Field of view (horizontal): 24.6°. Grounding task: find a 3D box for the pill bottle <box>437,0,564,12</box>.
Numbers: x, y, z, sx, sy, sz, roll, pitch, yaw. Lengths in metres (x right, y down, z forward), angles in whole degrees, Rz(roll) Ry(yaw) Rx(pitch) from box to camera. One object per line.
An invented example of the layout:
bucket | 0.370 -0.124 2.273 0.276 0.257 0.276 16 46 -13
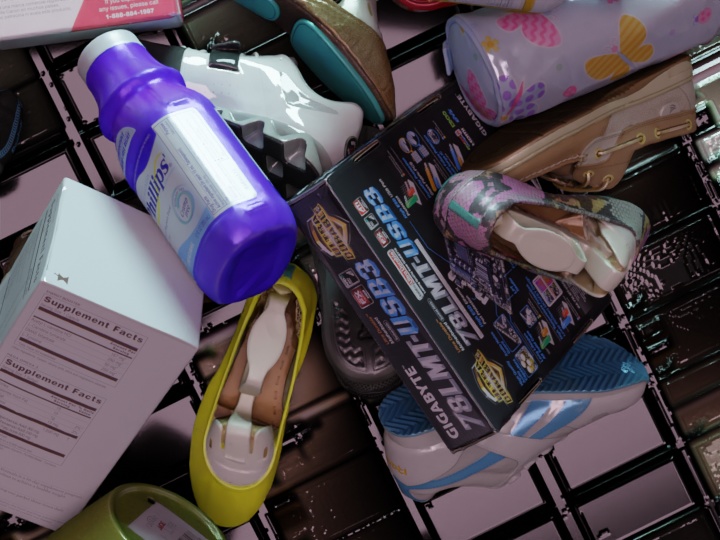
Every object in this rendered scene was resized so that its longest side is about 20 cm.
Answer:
pill bottle | 0.082 -0.226 1.062 0.200 0.112 0.112 6 94 -2

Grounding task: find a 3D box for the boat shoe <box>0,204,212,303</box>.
boat shoe | -0.155 -0.019 1.160 0.202 0.075 0.075 -9 51 4

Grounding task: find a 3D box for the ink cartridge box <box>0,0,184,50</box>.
ink cartridge box | -0.207 -0.262 1.139 0.145 0.083 0.200 -8 94 -1

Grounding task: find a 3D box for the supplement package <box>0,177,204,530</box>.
supplement package | -0.196 0.059 1.095 0.109 0.114 0.200 25 125 -19

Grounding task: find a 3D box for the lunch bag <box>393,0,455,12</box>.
lunch bag | 0.054 -0.285 1.153 0.176 0.082 0.200 -18 96 4

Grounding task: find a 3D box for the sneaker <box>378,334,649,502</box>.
sneaker | 0.111 0.104 1.187 0.200 0.077 0.081 -15 125 -9

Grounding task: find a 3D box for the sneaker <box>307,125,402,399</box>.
sneaker | 0.000 0.000 1.176 0.076 0.114 0.200 -7 67 -2

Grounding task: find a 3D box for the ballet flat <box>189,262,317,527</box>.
ballet flat | -0.079 0.091 1.177 0.067 0.067 0.200 16 93 -3

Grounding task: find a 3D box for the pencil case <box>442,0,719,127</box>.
pencil case | 0.158 -0.172 1.142 0.200 0.091 0.083 -25 139 -11

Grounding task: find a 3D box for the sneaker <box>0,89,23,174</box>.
sneaker | -0.335 -0.121 1.161 0.200 0.073 0.082 25 71 -5

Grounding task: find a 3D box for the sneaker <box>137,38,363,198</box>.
sneaker | -0.089 -0.123 1.164 0.200 0.074 0.089 28 57 14

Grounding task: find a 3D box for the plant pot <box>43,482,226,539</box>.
plant pot | -0.173 0.246 1.100 0.187 0.187 0.200 33 108 -4

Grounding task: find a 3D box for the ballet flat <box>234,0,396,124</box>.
ballet flat | -0.037 -0.191 1.168 0.200 0.068 0.072 39 73 0

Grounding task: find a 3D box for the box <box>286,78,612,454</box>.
box | 0.065 -0.009 1.119 0.050 0.198 0.200 -31 97 41

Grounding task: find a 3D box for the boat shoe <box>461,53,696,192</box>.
boat shoe | 0.161 -0.088 1.147 0.200 0.074 0.066 -27 106 -23

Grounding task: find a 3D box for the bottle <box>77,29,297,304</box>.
bottle | -0.117 -0.074 1.072 0.065 0.084 0.200 -21 61 -30

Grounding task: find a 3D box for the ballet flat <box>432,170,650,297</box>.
ballet flat | 0.134 -0.018 1.098 0.200 0.071 0.069 12 116 -41
